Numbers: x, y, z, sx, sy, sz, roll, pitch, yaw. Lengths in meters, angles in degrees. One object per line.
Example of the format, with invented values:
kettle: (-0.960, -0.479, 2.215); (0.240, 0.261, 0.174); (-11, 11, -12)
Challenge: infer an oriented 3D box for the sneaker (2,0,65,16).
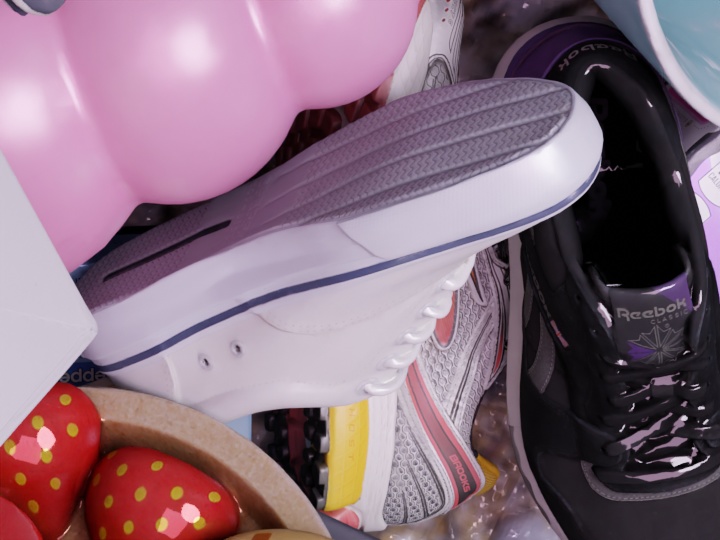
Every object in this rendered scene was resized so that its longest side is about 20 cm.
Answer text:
sneaker: (-0.054, -0.142, 0.864); (0.202, 0.077, 0.146); (8, 113, -43)

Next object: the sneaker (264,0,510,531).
sneaker: (0.016, -0.007, 1.004); (0.082, 0.078, 0.200); (-4, 114, -20)

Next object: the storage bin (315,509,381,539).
storage bin: (0.017, 0.168, 0.984); (0.200, 0.145, 0.134); (30, 84, -56)

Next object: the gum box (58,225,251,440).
gum box: (-0.123, 0.087, 1.013); (0.170, 0.045, 0.200); (-2, 108, -11)

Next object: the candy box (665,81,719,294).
candy box: (0.180, -0.013, 1.027); (0.200, 0.072, 0.168); (-41, 109, 4)

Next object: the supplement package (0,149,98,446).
supplement package: (-0.223, -0.010, 0.836); (0.200, 0.147, 0.191); (-6, 121, 38)

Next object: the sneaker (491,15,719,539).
sneaker: (0.081, 0.023, 0.934); (0.076, 0.088, 0.200); (-14, 101, -2)

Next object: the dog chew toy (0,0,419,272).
dog chew toy: (-0.075, -0.070, 0.923); (0.200, 0.125, 0.125); (-19, 110, 5)

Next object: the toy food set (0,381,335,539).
toy food set: (-0.094, 0.129, 0.896); (0.198, 0.049, 0.200); (-43, 70, -7)

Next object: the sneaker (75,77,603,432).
sneaker: (0.000, 0.000, 0.919); (0.200, 0.073, 0.071); (-21, 117, 36)

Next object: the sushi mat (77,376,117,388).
sushi mat: (-0.147, 0.106, 0.955); (0.200, 0.012, 0.096); (-19, 90, -15)

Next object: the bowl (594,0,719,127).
bowl: (0.122, -0.150, 0.911); (0.201, 0.105, 0.201); (-21, 124, -34)
